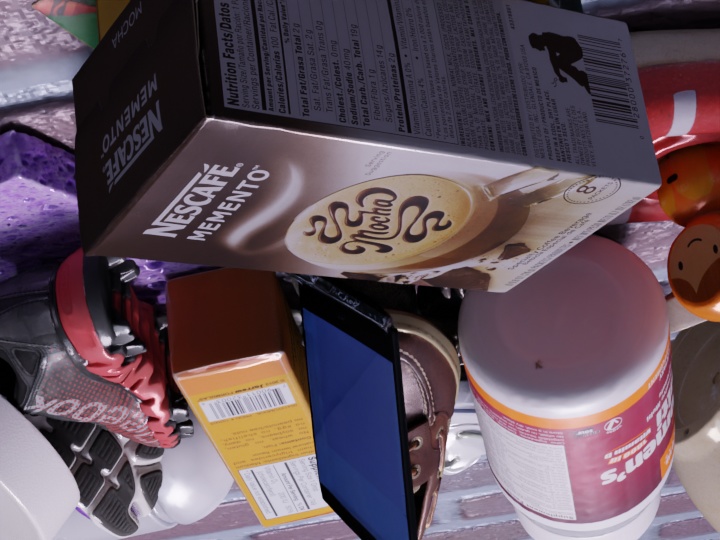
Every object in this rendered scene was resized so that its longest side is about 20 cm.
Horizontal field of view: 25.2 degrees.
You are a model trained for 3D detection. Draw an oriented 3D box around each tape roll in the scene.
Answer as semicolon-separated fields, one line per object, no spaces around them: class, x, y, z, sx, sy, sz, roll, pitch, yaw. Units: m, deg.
tape roll;-0.249;0.087;0.907;0.202;0.037;0.203;27;153;15

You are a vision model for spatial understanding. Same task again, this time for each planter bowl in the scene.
planter bowl;0.283;0.095;1.099;0.134;0.201;0.200;29;145;-14

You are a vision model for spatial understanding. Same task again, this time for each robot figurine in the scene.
robot figurine;-0.164;0.120;1.064;0.199;0.113;0.170;-14;145;13

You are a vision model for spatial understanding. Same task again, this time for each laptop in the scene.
laptop;-0.054;0.039;0.745;0.199;0.104;0.177;30;178;-17

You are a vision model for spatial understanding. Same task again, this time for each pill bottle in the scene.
pill bottle;0.119;0.077;0.894;0.109;0.110;0.200;-11;144;6

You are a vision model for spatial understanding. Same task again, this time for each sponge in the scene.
sponge;-0.153;-0.014;0.864;0.111;0.030;0.200;-21;154;28

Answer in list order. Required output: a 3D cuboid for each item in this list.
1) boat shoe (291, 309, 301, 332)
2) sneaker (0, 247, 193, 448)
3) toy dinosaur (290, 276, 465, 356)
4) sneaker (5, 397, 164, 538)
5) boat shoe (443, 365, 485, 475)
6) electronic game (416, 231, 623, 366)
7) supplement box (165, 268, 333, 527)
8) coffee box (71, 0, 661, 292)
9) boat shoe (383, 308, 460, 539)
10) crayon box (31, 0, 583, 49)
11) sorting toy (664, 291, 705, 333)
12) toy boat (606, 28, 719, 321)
boat shoe;-0.020;0.074;1.052;0.062;0.072;0.200;-4;161;34
sneaker;-0.150;0.050;0.885;0.097;0.071;0.201;-12;155;6
toy dinosaur;0.000;0.000;0.856;0.102;0.077;0.200;-5;146;13
sneaker;-0.197;0.080;0.962;0.083;0.081;0.200;-15;123;48
boat shoe;0.056;0.092;0.978;0.199;0.067;0.073;6;-174;-36
electronic game;0.074;0.014;0.991;0.199;0.042;0.200;0;156;0
supplement box;-0.056;0.078;0.946;0.068;0.067;0.200;-12;146;3
coffee box;0.001;-0.054;0.628;0.199;0.080;0.113;6;154;-30
boat shoe;0.016;0.093;0.862;0.072;0.072;0.200;3;147;4
crayon box;-0.020;-0.103;0.674;0.199;0.051;0.127;-18;156;23
sorting toy;0.291;-0.004;0.887;0.198;0.070;0.200;-24;180;32
toy boat;0.165;-0.038;0.789;0.199;0.131;0.131;-4;156;-10
